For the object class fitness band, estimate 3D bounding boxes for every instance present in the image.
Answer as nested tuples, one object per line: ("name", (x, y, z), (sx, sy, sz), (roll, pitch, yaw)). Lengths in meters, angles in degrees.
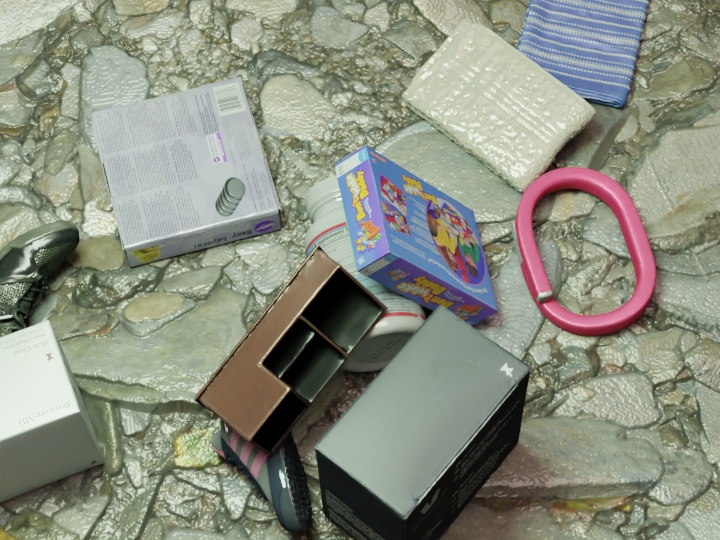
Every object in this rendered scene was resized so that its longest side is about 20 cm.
("fitness band", (0.249, -0.024, 1.732), (0.143, 0.037, 0.201), (-12, 65, -5))

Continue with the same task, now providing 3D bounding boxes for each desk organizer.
("desk organizer", (-0.068, 0.083, 1.575), (0.077, 0.072, 0.200), (36, 84, 25))

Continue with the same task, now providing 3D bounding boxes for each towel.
("towel", (0.158, -0.193, 1.807), (0.200, 0.034, 0.133), (41, 87, 18))
("towel", (0.267, -0.292, 1.873), (0.144, 0.024, 0.200), (13, 64, 7))

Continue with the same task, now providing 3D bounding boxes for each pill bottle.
("pill bottle", (0.000, 0.000, 1.685), (0.108, 0.109, 0.200), (-12, 63, -5))

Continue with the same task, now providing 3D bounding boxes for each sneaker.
("sneaker", (-0.372, 0.035, 1.697), (0.199, 0.076, 0.114), (-38, 70, -13))
("sneaker", (-0.111, 0.193, 1.624), (0.082, 0.070, 0.200), (-25, 62, 8))

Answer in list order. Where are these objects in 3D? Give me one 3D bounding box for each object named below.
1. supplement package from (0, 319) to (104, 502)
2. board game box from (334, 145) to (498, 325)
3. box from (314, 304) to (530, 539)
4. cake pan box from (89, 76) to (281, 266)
("supplement package", (-0.382, 0.161, 1.587), (0.199, 0.156, 0.111), (-21, 65, -10))
("board game box", (0.061, -0.033, 1.652), (0.045, 0.200, 0.135), (-30, 54, 27))
("box", (0.062, 0.173, 1.547), (0.117, 0.200, 0.197), (36, 69, 18))
("cake pan box", (-0.202, -0.119, 1.782), (0.184, 0.052, 0.200), (-15, 64, -8))
